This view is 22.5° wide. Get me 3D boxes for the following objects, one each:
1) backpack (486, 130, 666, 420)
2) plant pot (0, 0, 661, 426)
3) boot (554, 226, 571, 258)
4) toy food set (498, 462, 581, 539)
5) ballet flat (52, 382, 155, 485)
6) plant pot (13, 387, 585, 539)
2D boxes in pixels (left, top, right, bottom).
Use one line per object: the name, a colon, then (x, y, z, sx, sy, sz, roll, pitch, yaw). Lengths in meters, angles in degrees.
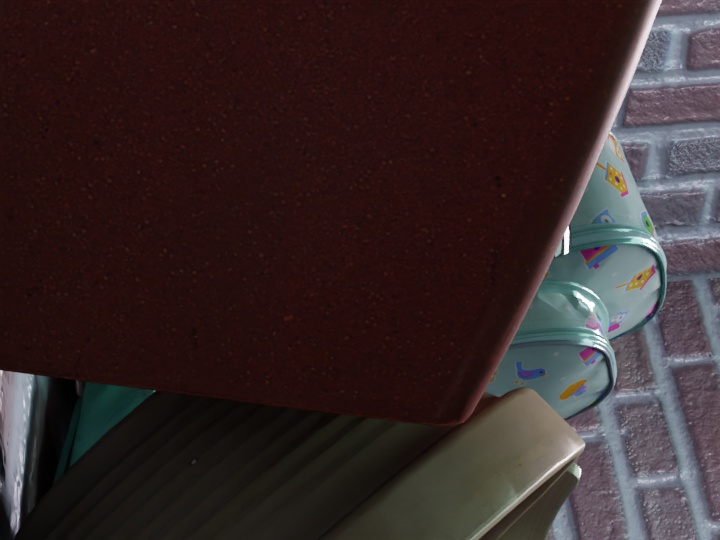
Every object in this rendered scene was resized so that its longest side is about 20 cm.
backpack: (0.075, 0.009, 1.015, 0.176, 0.199, 0.154, 61, 5, -63)
plant pot: (-0.030, -0.066, 0.485, 0.200, 0.199, 0.177, -101, -160, -79)
boot: (0.025, -0.103, 0.739, 0.200, 0.076, 0.169, -148, -129, -65)
toy food set: (-0.004, 0.136, 0.670, 0.060, 0.143, 0.201, 125, -14, -61)
ballet flat: (-0.076, 0.045, 0.678, 0.201, 0.070, 0.068, -97, -179, -50)
plant pot: (-0.036, 0.087, 0.533, 0.093, 0.201, 0.201, 47, -11, 12)
